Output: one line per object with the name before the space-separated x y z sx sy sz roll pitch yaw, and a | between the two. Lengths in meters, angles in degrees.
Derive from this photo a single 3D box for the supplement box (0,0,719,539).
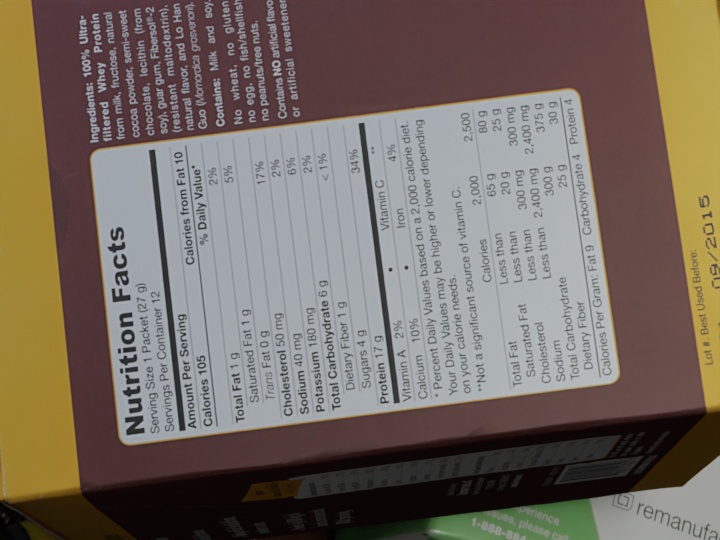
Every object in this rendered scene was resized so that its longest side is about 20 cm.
supplement box | 0.000 0.000 0.685 0.198 0.197 0.134 -7 79 -1

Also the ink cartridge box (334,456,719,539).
ink cartridge box | 0.090 0.026 0.854 0.145 0.084 0.201 21 71 -19

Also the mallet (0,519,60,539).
mallet | -0.068 0.075 0.802 0.199 0.041 0.066 -25 89 -31
